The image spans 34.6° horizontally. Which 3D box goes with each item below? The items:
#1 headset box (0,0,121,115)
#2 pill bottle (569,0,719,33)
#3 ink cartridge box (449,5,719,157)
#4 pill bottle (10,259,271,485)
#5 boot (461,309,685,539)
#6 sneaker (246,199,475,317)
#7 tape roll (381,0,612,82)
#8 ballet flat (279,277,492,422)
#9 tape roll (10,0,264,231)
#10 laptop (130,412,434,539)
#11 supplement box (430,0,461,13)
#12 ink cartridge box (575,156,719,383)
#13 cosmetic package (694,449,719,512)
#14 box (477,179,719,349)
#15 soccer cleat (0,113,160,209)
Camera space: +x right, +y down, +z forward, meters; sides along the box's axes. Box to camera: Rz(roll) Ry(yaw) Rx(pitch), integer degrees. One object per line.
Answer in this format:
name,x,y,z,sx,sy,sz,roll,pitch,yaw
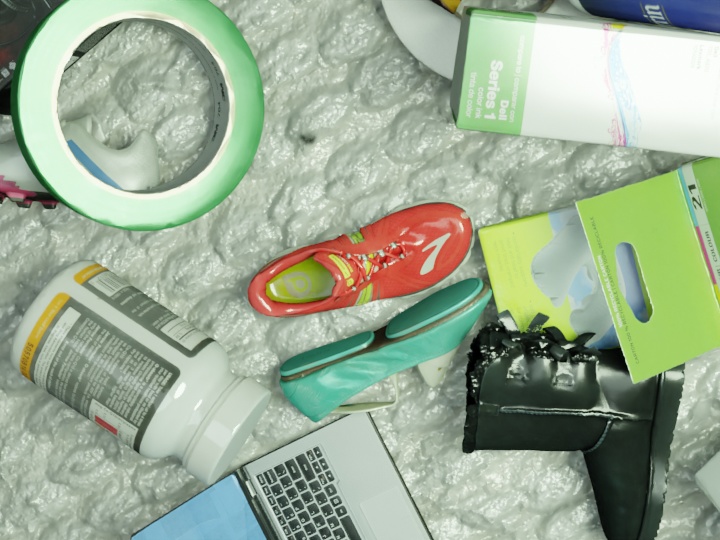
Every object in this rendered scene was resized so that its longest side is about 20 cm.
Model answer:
headset box,-0.320,-0.257,0.992,0.149,0.075,0.200,-36,88,11
pill bottle,0.208,-0.231,0.810,0.200,0.116,0.116,18,99,36
ink cartridge box,0.170,-0.140,0.841,0.200,0.145,0.084,7,104,1
pill bottle,-0.183,0.087,0.976,0.200,0.116,0.116,33,100,7
boot,0.161,0.133,0.917,0.162,0.073,0.199,4,110,2
sneaker,0.000,0.000,0.950,0.200,0.085,0.077,-21,92,12
tape roll,0.114,-0.245,0.932,0.202,0.037,0.203,1,95,10
ballet flat,0.030,0.073,0.967,0.200,0.067,0.070,-25,105,15
tape roll,-0.179,-0.133,0.940,0.200,0.048,0.201,-3,97,-23
laptop,-0.049,0.249,0.966,0.200,0.116,0.187,-27,90,12
supplement box,0.068,-0.312,0.872,0.110,0.086,0.200,30,100,7
ink cartridge box,0.277,-0.014,0.853,0.200,0.076,0.148,-18,91,-25
cosmetic package,0.397,0.165,0.839,0.200,0.123,0.199,38,102,-21
box,0.207,0.000,0.932,0.200,0.048,0.122,-14,93,12
soccer cleat,-0.269,-0.097,1.007,0.200,0.070,0.086,8,85,5
